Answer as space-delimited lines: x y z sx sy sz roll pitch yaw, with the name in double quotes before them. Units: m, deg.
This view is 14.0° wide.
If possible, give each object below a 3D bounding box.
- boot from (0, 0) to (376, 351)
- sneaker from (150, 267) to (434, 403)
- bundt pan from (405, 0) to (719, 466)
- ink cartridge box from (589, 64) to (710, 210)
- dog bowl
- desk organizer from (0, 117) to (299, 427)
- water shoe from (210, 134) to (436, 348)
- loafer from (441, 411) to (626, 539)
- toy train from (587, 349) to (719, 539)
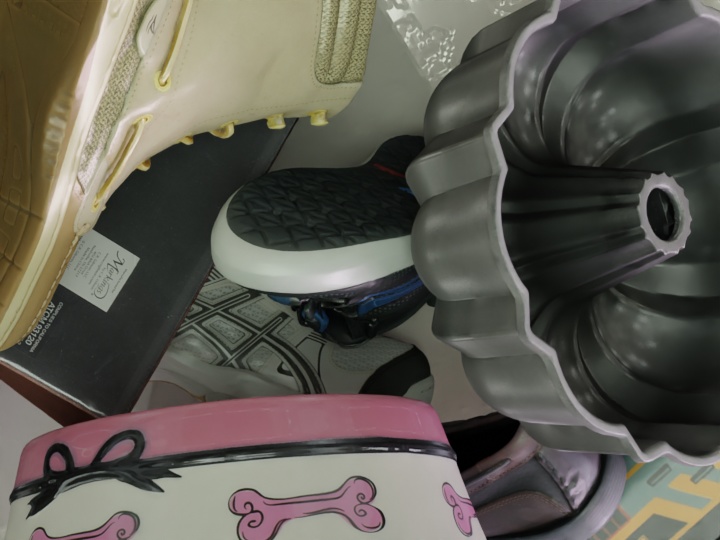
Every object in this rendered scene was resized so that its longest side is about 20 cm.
"boot" -0.080 -0.057 1.128 0.073 0.155 0.200 38 117 36
"sneaker" -0.059 0.014 1.270 0.200 0.076 0.088 12 95 -9
"bundt pan" 0.094 -0.017 1.170 0.076 0.202 0.202 -12 110 45
"ink cartridge box" 0.167 -0.002 1.280 0.199 0.041 0.200 0 107 1
"dog bowl" -0.048 0.097 1.152 0.200 0.200 0.074 -7 80 2
"desk organizer" -0.084 -0.029 1.207 0.072 0.077 0.200 30 73 -1
"water shoe" 0.000 0.000 1.204 0.071 0.200 0.079 25 111 22
"loafer" 0.019 0.090 1.254 0.200 0.072 0.063 -14 137 38
"toy train" 0.155 0.096 1.250 0.114 0.085 0.200 45 103 -1
